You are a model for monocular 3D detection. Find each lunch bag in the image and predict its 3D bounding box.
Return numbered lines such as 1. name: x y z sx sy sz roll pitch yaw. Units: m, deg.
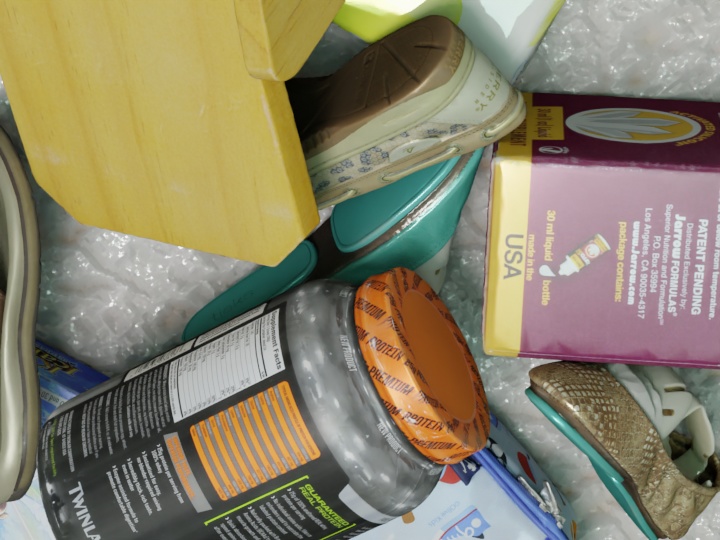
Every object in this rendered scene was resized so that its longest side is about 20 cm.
1. lunch bag: 0.015 0.154 1.241 0.200 0.076 0.160 -37 103 15

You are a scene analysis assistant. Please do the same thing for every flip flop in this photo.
1. flip flop: -0.194 0.017 1.181 0.058 0.081 0.200 0 85 -17

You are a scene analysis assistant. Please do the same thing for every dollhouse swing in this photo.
1. dollhouse swing: -0.075 -0.133 1.115 0.200 0.182 0.176 12 147 33

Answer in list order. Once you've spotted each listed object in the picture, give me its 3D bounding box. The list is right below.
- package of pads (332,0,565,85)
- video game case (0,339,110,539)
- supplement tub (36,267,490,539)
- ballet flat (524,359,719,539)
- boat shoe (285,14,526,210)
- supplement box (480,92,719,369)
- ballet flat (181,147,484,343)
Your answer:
1. package of pads: 0.051 -0.196 1.129 0.154 0.068 0.200 30 110 -5
2. video game case: -0.219 0.116 1.261 0.200 0.045 0.181 28 108 -4
3. supplement tub: -0.046 0.082 1.138 0.200 0.123 0.123 -26 104 19
4. ballet flat: 0.137 0.077 1.167 0.065 0.200 0.071 -41 62 1
5. boat shoe: -0.008 -0.059 1.147 0.063 0.073 0.200 36 145 -28
6. supplement box: 0.161 -0.020 1.143 0.200 0.131 0.103 3 108 3
7. ballet flat: 0.000 0.000 1.204 0.200 0.067 0.070 -39 121 16
